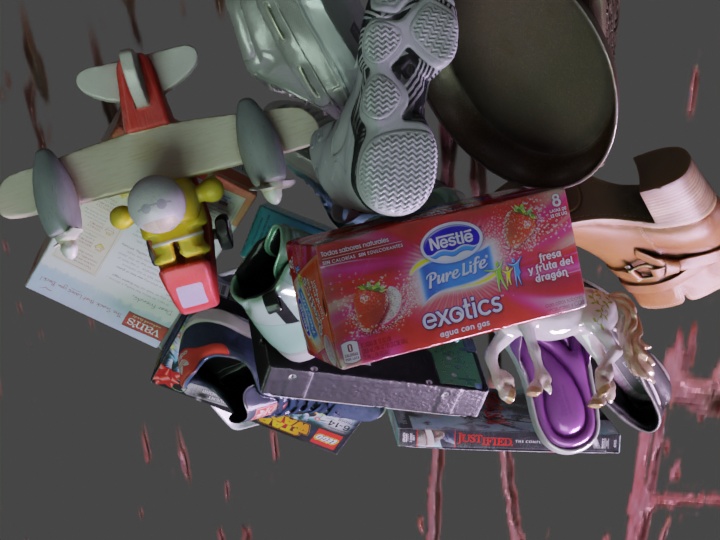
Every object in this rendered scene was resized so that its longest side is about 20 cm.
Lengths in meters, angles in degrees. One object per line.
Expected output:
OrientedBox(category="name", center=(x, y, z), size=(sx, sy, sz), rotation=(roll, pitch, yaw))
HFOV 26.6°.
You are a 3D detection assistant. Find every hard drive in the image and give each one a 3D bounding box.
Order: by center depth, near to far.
OrientedBox(category="hard drive", center=(0.003, 0.063, 1.342), size=(0.200, 0.140, 0.038), rotation=(7, 127, -18))

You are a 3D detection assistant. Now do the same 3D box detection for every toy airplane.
OrientedBox(category="toy airplane", center=(-0.158, -0.079, 1.197), size=(0.199, 0.141, 0.200), rotation=(30, 105, -13))

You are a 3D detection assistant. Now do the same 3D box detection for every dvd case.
OrientedBox(category="dvd case", center=(0.127, 0.137, 1.409), size=(0.200, 0.146, 0.022), rotation=(1, 101, -3))

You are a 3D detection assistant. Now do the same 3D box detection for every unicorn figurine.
OrientedBox(category="unicorn figurine", center=(0.153, 0.040, 1.270), size=(0.200, 0.137, 0.074), rotation=(11, 159, -36))

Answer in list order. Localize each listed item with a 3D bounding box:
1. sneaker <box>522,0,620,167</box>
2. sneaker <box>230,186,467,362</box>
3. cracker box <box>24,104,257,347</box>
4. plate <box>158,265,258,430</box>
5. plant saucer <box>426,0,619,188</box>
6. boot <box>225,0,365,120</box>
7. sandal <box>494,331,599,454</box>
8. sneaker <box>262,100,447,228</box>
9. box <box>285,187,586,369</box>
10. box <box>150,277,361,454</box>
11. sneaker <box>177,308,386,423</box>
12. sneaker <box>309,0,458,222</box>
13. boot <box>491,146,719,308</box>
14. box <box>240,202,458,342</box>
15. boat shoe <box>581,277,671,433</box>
OrientedBox(category="sneaker", center=(0.156, -0.159, 1.168), size=(0.075, 0.070, 0.200), rotation=(7, 134, 14))
OrientedBox(category="sneaker", center=(-0.008, -0.014, 1.211), size=(0.200, 0.074, 0.118), rotation=(-37, 142, 5))
OrientedBox(category="cracker box", center=(-0.192, -0.040, 1.344), size=(0.134, 0.058, 0.200), rotation=(27, 122, -16))
OrientedBox(category="plate", center=(-0.092, 0.063, 1.468), size=(0.199, 0.032, 0.200), rotation=(-17, 129, 27))
OrientedBox(category="plant saucer", center=(0.119, -0.156, 1.147), size=(0.200, 0.032, 0.200), rotation=(31, 141, 29))
OrientedBox(category="boot", center=(-0.030, -0.157, 1.216), size=(0.096, 0.074, 0.200), rotation=(-8, 127, 30))
OrientedBox(category="sandal", center=(0.164, 0.060, 1.326), size=(0.082, 0.203, 0.050), rotation=(-22, 176, -7))
OrientedBox(category="sneaker", center=(-0.013, -0.066, 1.292), size=(0.200, 0.074, 0.082), rotation=(31, 129, -18))
OrientedBox(category="box", center=(0.055, 0.002, 1.144), size=(0.200, 0.100, 0.096), rotation=(-14, 96, -15))
OrientedBox(category="box", center=(-0.083, 0.091, 1.443), size=(0.200, 0.040, 0.137), rotation=(22, 135, -11))
OrientedBox(category="sneaker", center=(-0.073, 0.109, 1.370), size=(0.200, 0.085, 0.075), rotation=(19, 133, -8))
OrientedBox(category="sneaker", center=(0.012, -0.131, 1.141), size=(0.075, 0.200, 0.115), rotation=(11, 167, -23))
OrientedBox(category="boot", center=(0.213, -0.022, 1.296), size=(0.200, 0.074, 0.155), rotation=(-8, 139, 26))
OrientedBox(category="box", center=(0.000, 0.000, 1.320), size=(0.200, 0.082, 0.049), rotation=(21, 94, 0))
OrientedBox(category="boat shoe", center=(0.223, 0.075, 1.399), size=(0.067, 0.057, 0.200), rotation=(-26, 125, 32))
